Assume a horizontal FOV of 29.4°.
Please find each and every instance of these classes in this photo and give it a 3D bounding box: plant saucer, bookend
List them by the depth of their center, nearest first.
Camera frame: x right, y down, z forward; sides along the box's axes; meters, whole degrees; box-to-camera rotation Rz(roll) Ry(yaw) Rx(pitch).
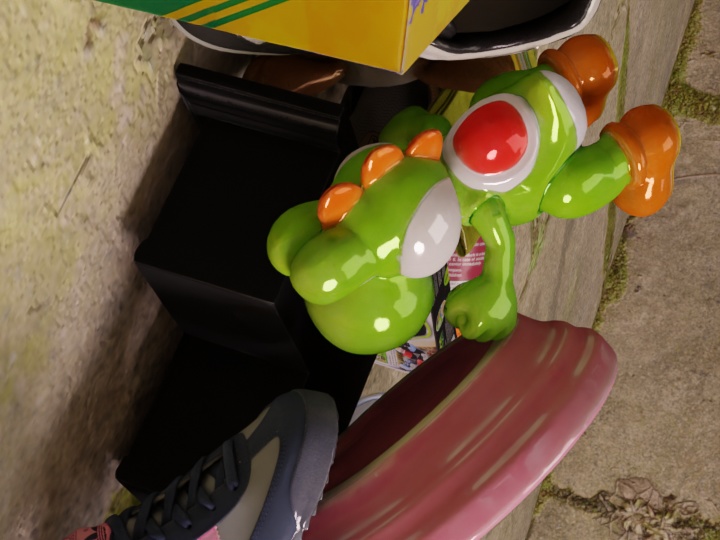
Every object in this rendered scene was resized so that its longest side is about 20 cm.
[{"bbox_3d":[0.034,0.087,0.672,0.200,0.051,0.201,-41,-175,4],"label":"plant saucer"},{"bbox_3d":[-0.066,0.040,0.698,0.199,0.091,0.201,68,41,-63],"label":"bookend"}]

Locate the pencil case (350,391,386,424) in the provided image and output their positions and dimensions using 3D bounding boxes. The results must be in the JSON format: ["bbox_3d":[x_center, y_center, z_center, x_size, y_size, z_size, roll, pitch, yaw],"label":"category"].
[{"bbox_3d":[0.026,0.178,1.165,0.091,0.083,0.201,-44,154,-19],"label":"pencil case"}]

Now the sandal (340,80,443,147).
[{"bbox_3d":[0.019,-0.120,0.879,0.201,0.081,0.055,-64,169,-10],"label":"sandal"}]

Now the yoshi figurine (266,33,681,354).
[{"bbox_3d":[0.045,-0.026,0.637,0.199,0.112,0.113,-25,107,-24],"label":"yoshi figurine"}]

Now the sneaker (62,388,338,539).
[{"bbox_3d":[-0.087,0.127,0.615,0.201,0.082,0.070,-56,-158,14],"label":"sneaker"}]

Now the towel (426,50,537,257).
[{"bbox_3d":[0.084,-0.091,0.871,0.087,0.018,0.200,67,31,-19],"label":"towel"}]

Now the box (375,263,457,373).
[{"bbox_3d":[0.000,0.000,0.858,0.200,0.109,0.035,76,34,-60],"label":"box"}]

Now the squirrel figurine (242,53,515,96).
[{"bbox_3d":[0.010,-0.203,0.721,0.200,0.140,0.188,-76,163,-61],"label":"squirrel figurine"}]

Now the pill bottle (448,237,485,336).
[{"bbox_3d":[0.050,-0.049,0.989,0.110,0.109,0.202,-36,139,-66],"label":"pill bottle"}]

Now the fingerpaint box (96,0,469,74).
[{"bbox_3d":[-0.024,-0.157,0.518,0.200,0.165,0.074,-54,155,-54],"label":"fingerpaint box"}]

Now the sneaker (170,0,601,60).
[{"bbox_3d":[0.009,-0.129,0.599,0.088,0.198,0.076,-93,179,-72],"label":"sneaker"}]
